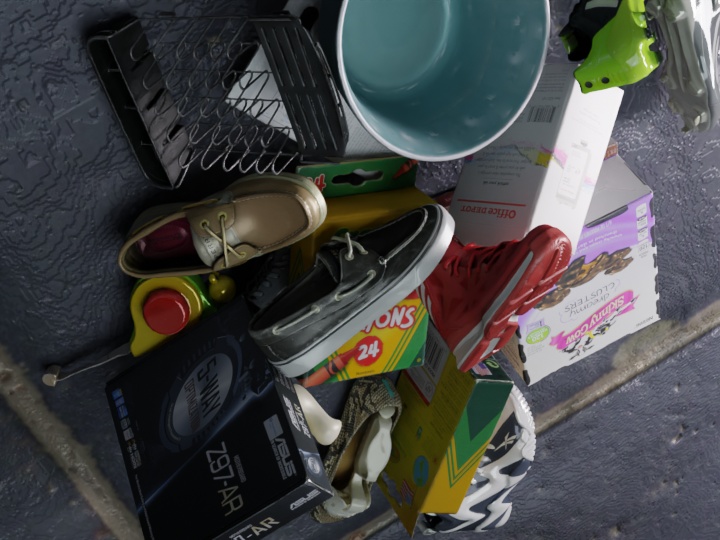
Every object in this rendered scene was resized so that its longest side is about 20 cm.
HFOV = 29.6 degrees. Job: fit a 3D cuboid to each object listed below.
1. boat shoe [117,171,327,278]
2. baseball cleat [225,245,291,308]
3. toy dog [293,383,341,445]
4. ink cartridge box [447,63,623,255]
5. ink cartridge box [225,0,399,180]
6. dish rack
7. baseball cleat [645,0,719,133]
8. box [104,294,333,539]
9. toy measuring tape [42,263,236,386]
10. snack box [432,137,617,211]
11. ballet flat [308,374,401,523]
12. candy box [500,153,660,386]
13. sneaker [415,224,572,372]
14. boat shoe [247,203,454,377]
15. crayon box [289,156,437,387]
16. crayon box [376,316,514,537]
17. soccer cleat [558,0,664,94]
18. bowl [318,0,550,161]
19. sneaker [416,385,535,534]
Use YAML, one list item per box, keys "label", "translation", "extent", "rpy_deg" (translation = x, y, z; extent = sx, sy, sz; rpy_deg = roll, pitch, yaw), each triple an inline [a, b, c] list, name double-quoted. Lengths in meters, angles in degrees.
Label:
- label: "boat shoe"
  translation: [-0.121, -0.029, 1.161]
  extent: [0.200, 0.066, 0.074]
  rpy_deg: [-15, 114, 31]
- label: "baseball cleat"
  translation: [-0.084, 0.009, 1.282]
  extent: [0.200, 0.070, 0.107]
  rpy_deg: [-27, 119, -17]
- label: "toy dog"
  translation: [-0.108, 0.157, 1.270]
  extent: [0.194, 0.200, 0.140]
  rpy_deg: [18, 111, -34]
- label: "ink cartridge box"
  translation: [0.153, -0.084, 1.248]
  extent: [0.067, 0.116, 0.200]
  rpy_deg: [23, 83, -35]
- label: "ink cartridge box"
  translation: [-0.005, -0.178, 1.208]
  extent: [0.200, 0.050, 0.162]
  rpy_deg: [26, 107, -31]
- label: "dish rack"
  translation: [-0.110, -0.138, 1.101]
  extent: [0.055, 0.200, 0.154]
  rpy_deg: [-58, 140, -39]
- label: "baseball cleat"
  translation: [0.336, -0.227, 1.315]
  extent: [0.106, 0.070, 0.200]
  rpy_deg: [-37, 135, -12]
- label: "box"
  translation: [-0.127, 0.144, 1.174]
  extent: [0.160, 0.200, 0.044]
  rpy_deg: [-32, 143, 13]
- label: "toy measuring tape"
  translation: [-0.209, 0.041, 1.238]
  extent: [0.200, 0.074, 0.074]
  rpy_deg: [-21, 129, 8]
- label: "snack box"
  translation: [0.168, -0.072, 1.369]
  extent: [0.200, 0.024, 0.072]
  rpy_deg: [-21, 130, -13]
- label: "ballet flat"
  translation: [-0.004, 0.204, 1.431]
  extent: [0.068, 0.075, 0.200]
  rpy_deg: [6, 118, -30]
- label: "candy box"
  translation: [0.215, 0.003, 1.391]
  extent: [0.168, 0.072, 0.200]
  rpy_deg: [-27, 138, -8]
- label: "sneaker"
  translation: [0.095, -0.002, 1.155]
  extent: [0.078, 0.116, 0.200]
  rpy_deg: [-28, 161, -35]
- label: "boat shoe"
  translation: [-0.007, 0.005, 1.149]
  extent: [0.200, 0.071, 0.064]
  rpy_deg: [-42, 121, -8]
- label: "crayon box"
  translation: [0.000, 0.000, 1.237]
  extent: [0.127, 0.051, 0.200]
  rpy_deg: [-9, 118, -25]
- label: "crayon box"
  translation: [0.078, 0.160, 1.411]
  extent: [0.051, 0.127, 0.200]
  rpy_deg: [6, 118, -29]
- label: "soccer cleat"
  translation: [0.214, -0.229, 1.199]
  extent: [0.081, 0.200, 0.068]
  rpy_deg: [-19, 127, 20]
- label: "bowl"
  translation: [0.045, -0.199, 1.115]
  extent: [0.200, 0.105, 0.201]
  rpy_deg: [-10, 112, -27]
- label: "sneaker"
  translation: [0.110, 0.215, 1.490]
  extent: [0.129, 0.080, 0.199]
  rpy_deg: [-12, 135, -30]
